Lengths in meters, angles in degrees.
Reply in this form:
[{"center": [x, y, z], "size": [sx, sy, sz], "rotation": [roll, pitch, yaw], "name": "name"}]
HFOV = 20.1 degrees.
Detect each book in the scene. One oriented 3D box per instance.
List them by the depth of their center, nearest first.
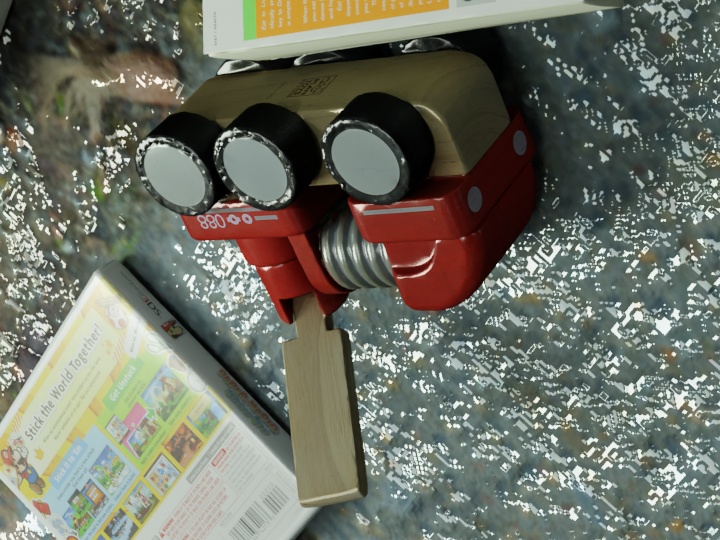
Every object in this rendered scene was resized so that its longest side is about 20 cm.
[{"center": [0.016, -0.169, 0.889], "size": [0.200, 0.048, 0.134], "rotation": [-3, 90, 38], "name": "book"}]

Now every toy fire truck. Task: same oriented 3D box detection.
[{"center": [0.000, 0.000, 0.975], "size": [0.176, 0.129, 0.200], "rotation": [-2, 124, 37], "name": "toy fire truck"}]

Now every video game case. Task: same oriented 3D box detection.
[{"center": [-0.123, 0.117, 1.187], "size": [0.182, 0.023, 0.200], "rotation": [45, 133, 8], "name": "video game case"}]

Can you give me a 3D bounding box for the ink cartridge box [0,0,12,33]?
[{"center": [-0.260, -0.132, 1.069], "size": [0.083, 0.147, 0.200], "rotation": [40, 132, 11], "name": "ink cartridge box"}]
